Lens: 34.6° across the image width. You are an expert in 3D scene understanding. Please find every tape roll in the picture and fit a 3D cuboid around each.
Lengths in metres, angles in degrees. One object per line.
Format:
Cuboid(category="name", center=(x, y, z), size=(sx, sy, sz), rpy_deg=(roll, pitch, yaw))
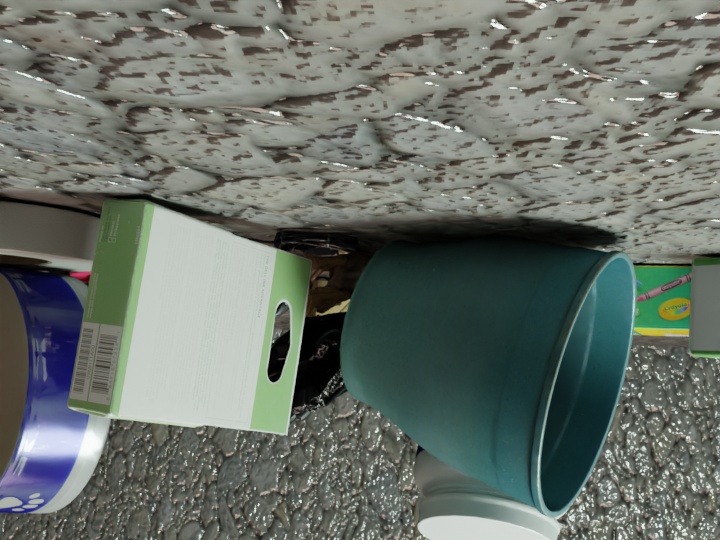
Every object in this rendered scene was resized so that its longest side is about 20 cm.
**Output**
Cuboid(category="tape roll", center=(-0.296, -0.026, 0.911), size=(0.199, 0.038, 0.203), rpy_deg=(3, 176, 0))

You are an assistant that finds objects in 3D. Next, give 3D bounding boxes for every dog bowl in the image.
Cuboid(category="dog bowl", center=(-0.291, 0.100, 0.971), size=(0.078, 0.204, 0.198), rpy_deg=(11, 171, -44))

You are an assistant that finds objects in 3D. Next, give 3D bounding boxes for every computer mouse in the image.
Cuboid(category="computer mouse", center=(-0.093, -0.013, 0.961), size=(0.197, 0.035, 0.058), rpy_deg=(0, 173, 26))

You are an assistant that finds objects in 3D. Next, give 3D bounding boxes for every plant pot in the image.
Cuboid(category="plant pot", center=(0.093, 0.064, 0.900), size=(0.186, 0.203, 0.199), rpy_deg=(15, -179, 27))

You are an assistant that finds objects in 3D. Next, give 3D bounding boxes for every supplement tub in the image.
Cuboid(category="supplement tub", center=(0.125, 0.141, 1.036), size=(0.143, 0.203, 0.146), rpy_deg=(9, 154, 5))

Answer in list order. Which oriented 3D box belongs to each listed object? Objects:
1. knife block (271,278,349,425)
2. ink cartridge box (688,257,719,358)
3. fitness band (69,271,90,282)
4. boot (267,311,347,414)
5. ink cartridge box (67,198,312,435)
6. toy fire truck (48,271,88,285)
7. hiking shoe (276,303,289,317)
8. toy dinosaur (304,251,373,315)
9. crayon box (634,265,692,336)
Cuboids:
Cuboid(category="knife block", center=(-0.026, 0.102, 1.393), size=(0.197, 0.179, 0.064), rpy_deg=(5, 175, -26))
Cuboid(category="ink cartridge box", center=(0.392, 0.037, 0.965), size=(0.198, 0.086, 0.144), rpy_deg=(7, 173, -38))
Cuboid(category="fitness band", center=(-0.189, -0.006, 1.107), size=(0.141, 0.038, 0.200), rpy_deg=(-2, 174, 21))
Cuboid(category="boot", center=(-0.046, 0.083, 1.040), size=(0.198, 0.078, 0.167), rpy_deg=(-23, 176, 34))
Cuboid(category="ink cartridge box", center=(-0.118, 0.041, 0.856), size=(0.047, 0.148, 0.199), rpy_deg=(4, 171, 32))
Cuboid(category="toy fire truck", center=(-0.381, 0.067, 1.290), size=(0.198, 0.130, 0.176), rpy_deg=(-31, -179, -10))
Cuboid(category="hiking shoe", center=(-0.166, 0.038, 1.320), size=(0.196, 0.077, 0.101), rpy_deg=(1, 171, 11))
Cuboid(category="toy dinosaur", center=(0.000, 0.000, 1.043), size=(0.105, 0.061, 0.199), rpy_deg=(-9, 177, -34))
Cuboid(category="crayon box", center=(0.233, 0.029, 1.110), size=(0.197, 0.059, 0.119), rpy_deg=(1, 174, 20))
